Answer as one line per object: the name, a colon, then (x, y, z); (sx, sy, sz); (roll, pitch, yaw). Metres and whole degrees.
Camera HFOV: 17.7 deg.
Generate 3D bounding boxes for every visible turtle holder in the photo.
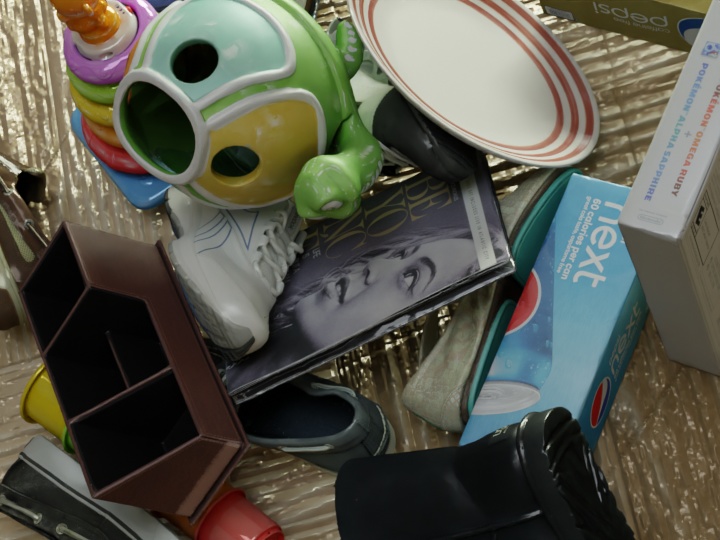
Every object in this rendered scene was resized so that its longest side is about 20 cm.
turtle holder: (-0.075, -0.093, 1.478); (0.132, 0.141, 0.186); (-26, 80, -45)

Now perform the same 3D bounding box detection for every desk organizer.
desk organizer: (-0.148, 0.061, 1.466); (0.072, 0.077, 0.200); (-54, 40, 25)

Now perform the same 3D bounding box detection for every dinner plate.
dinner plate: (0.071, -0.137, 1.528); (0.024, 0.200, 0.200); (-49, 54, 35)

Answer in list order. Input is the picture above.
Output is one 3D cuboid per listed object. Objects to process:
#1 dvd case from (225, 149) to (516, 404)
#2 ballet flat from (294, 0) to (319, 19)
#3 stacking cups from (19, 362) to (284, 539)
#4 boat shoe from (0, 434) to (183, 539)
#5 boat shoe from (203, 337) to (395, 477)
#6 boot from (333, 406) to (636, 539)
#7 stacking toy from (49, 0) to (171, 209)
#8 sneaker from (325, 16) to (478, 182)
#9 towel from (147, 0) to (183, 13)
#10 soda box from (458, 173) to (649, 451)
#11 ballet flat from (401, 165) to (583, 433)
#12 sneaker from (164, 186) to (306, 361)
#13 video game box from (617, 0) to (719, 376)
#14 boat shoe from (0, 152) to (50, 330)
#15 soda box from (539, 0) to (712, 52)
dvd case: (0.000, 0.000, 1.501); (0.200, 0.016, 0.149); (-25, 31, 10)
ballet flat: (-0.049, -0.214, 1.630); (0.074, 0.074, 0.200); (-1, 60, 15)
stacking cups: (-0.131, 0.125, 1.509); (0.200, 0.061, 0.061); (33, 77, 23)
boat shoe: (-0.159, 0.181, 1.484); (0.200, 0.071, 0.064); (30, 75, 34)
boat shoe: (-0.073, 0.081, 1.508); (0.200, 0.062, 0.073); (18, 73, 23)
boot: (0.084, 0.189, 1.404); (0.168, 0.076, 0.200); (-20, 97, 34)
stacking toy: (-0.164, -0.145, 1.564); (0.110, 0.200, 0.116); (-38, 57, -4)
sneaker: (0.009, -0.091, 1.553); (0.089, 0.074, 0.200); (-49, 35, 5)
towel: (-0.122, -0.262, 1.684); (0.145, 0.024, 0.200); (-2, 60, 46)
soda box: (0.134, 0.044, 1.469); (0.068, 0.064, 0.200); (17, 70, 22)
ballet flat: (0.081, 0.009, 1.501); (0.062, 0.067, 0.200); (14, 69, 30)
sneaker: (-0.078, -0.014, 1.511); (0.087, 0.075, 0.200); (-22, 32, 4)
video game box: (0.224, -0.057, 1.415); (0.047, 0.200, 0.182); (19, 71, 24)
boat shoe: (-0.257, -0.052, 1.627); (0.075, 0.075, 0.202); (-23, 66, -12)
soda box: (0.220, -0.192, 1.559); (0.200, 0.064, 0.068); (18, 71, 22)
